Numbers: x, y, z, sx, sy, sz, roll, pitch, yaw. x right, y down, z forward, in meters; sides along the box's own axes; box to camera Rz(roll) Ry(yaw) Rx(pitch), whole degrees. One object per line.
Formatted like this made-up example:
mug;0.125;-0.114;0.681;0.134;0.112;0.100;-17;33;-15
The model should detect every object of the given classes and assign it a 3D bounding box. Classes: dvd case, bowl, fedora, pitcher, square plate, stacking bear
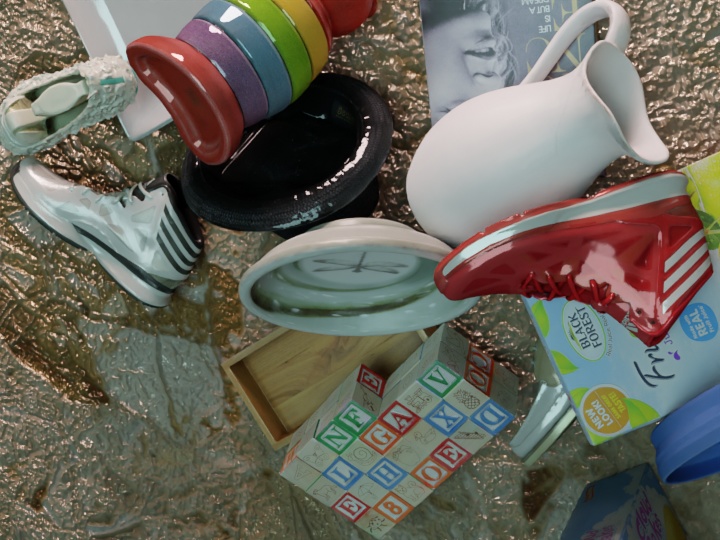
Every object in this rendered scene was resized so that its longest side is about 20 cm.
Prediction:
dvd case;0.126;-0.173;0.997;0.149;0.016;0.200;-2;103;22
bowl;0.314;0.103;0.900;0.201;0.201;0.039;-33;66;25
fedora;-0.054;-0.082;1.034;0.200;0.201;0.092;-6;139;23
pitcher;0.135;-0.113;0.943;0.121;0.172;0.200;32;137;-30
square plate;-0.175;-0.248;1.092;0.198;0.028;0.200;-23;94;26
stacking bear;-0.073;-0.196;0.990;0.121;0.200;0.114;56;158;-19

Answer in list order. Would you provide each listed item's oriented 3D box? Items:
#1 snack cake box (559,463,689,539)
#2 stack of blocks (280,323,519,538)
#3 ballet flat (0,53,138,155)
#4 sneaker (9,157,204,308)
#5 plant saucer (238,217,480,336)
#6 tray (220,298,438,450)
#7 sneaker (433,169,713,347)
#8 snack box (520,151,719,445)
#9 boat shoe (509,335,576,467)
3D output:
snack cake box;0.218;0.251;0.966;0.067;0.200;0.115;-26;93;25
stack of blocks;0.033;0.139;1.059;0.115;0.059;0.200;36;121;-11
ballet flat;-0.296;-0.156;1.124;0.200;0.072;0.072;-18;96;36
sneaker;-0.233;-0.068;1.147;0.200;0.076;0.115;39;105;0
plant saucer;0.000;0.000;0.979;0.200;0.200;0.050;-12;66;24
tray;-0.026;0.080;1.111;0.200;0.037;0.099;-32;90;24
sneaker;0.161;0.010;0.864;0.200;0.078;0.116;-21;75;8
snack box;0.236;0.021;0.923;0.200;0.068;0.169;-25;79;6
boat shoe;0.180;0.073;1.011;0.068;0.075;0.200;36;103;11
